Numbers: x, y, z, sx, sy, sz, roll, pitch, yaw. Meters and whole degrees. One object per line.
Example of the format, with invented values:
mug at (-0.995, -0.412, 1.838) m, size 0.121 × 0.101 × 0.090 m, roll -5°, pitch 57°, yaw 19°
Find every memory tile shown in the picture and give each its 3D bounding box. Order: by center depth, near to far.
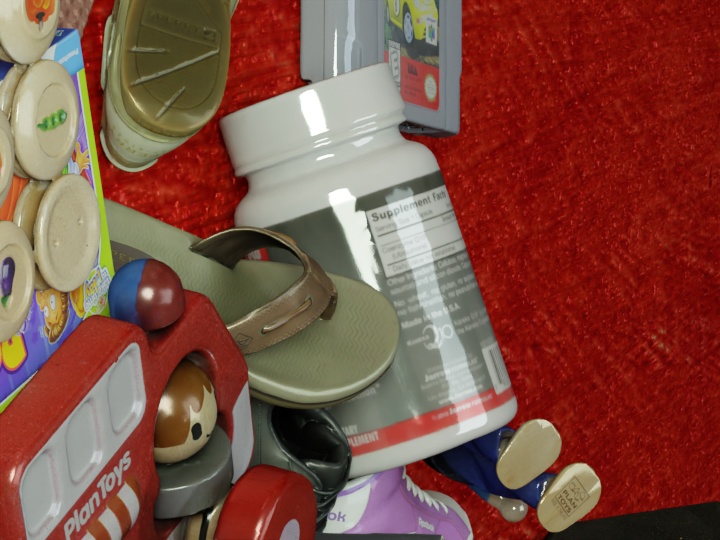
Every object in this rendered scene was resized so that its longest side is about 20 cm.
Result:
memory tile at (-0.160, -0.036, 1.049) m, size 0.200 × 0.017 × 0.153 m, roll -41°, pitch 131°, yaw -58°

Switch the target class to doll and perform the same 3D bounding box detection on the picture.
doll at (0.059, 0.097, 1.564) m, size 0.048 × 0.200 × 0.136 m, roll -48°, pitch 119°, yaw -10°

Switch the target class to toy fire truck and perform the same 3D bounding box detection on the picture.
toy fire truck at (-0.100, 0.089, 1.166) m, size 0.200 × 0.112 × 0.168 m, roll -52°, pitch 148°, yaw -47°

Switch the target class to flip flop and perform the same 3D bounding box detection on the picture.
flip flop at (-0.057, 0.008, 1.296) m, size 0.200 × 0.058 × 0.081 m, roll 23°, pitch 47°, yaw -33°

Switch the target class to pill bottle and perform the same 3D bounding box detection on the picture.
pill bottle at (0.000, 0.000, 1.434) m, size 0.114 × 0.114 × 0.200 m, roll -23°, pitch 95°, yaw -67°

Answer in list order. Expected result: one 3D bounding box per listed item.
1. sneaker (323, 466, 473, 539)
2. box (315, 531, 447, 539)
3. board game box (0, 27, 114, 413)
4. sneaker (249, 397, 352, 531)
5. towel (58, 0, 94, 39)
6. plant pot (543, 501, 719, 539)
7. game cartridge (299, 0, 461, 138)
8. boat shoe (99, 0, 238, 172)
sneaker at (0.019, 0.130, 1.551) m, size 0.200 × 0.073 × 0.114 m, roll -23°, pitch 121°, yaw -67°
box at (-0.011, 0.208, 1.377) m, size 0.200 × 0.161 × 0.049 m, roll 70°, pitch 30°, yaw -43°
board game box at (-0.172, -0.004, 1.105) m, size 0.200 × 0.045 × 0.135 m, roll -46°, pitch 135°, yaw -55°
sneaker at (-0.045, 0.117, 1.391) m, size 0.076 × 0.091 × 0.200 m, roll -66°, pitch 149°, yaw -50°
towel at (-0.166, -0.151, 1.182) m, size 0.200 × 0.022 × 0.147 m, roll 63°, pitch 35°, yaw -49°
plant pot at (0.211, 0.280, 1.927) m, size 0.200 × 0.200 × 0.178 m, roll 67°, pitch 18°, yaw -44°
game cartridge at (0.016, -0.153, 1.628) m, size 0.200 × 0.041 × 0.133 m, roll 5°, pitch 81°, yaw -68°
boat shoe at (-0.089, -0.144, 1.335) m, size 0.073 × 0.063 × 0.201 m, roll 18°, pitch 60°, yaw -20°
